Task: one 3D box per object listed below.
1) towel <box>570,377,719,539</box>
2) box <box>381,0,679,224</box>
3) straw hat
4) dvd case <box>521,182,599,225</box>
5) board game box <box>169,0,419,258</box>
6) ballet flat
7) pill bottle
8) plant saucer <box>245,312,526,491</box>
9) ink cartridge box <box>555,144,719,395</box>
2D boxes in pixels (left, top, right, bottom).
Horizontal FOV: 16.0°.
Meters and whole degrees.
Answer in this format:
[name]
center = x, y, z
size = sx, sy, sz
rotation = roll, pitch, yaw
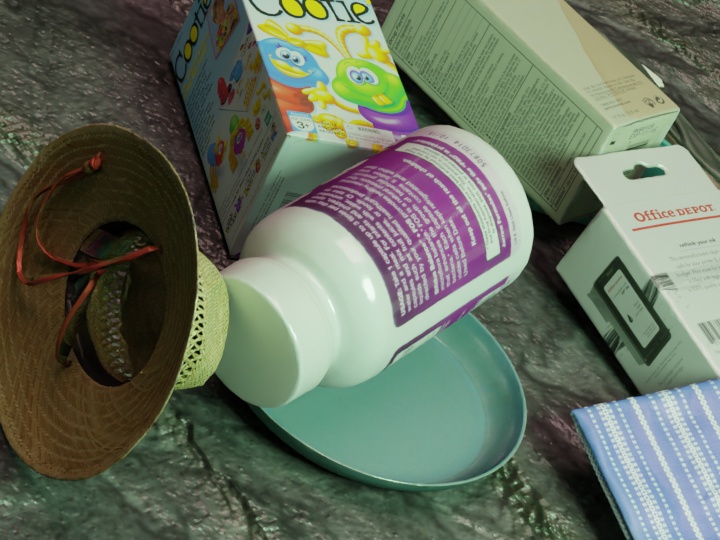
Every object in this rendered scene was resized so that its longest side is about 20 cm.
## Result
[towel]
center = 0.243, 0.120, 1.533
size = 0.200, 0.024, 0.145
rotation = -11, 55, -20
[box]
center = 0.112, -0.135, 1.763
size = 0.078, 0.095, 0.200
rotation = -18, 57, -45
[straw hat]
center = -0.118, 0.020, 1.392
size = 0.085, 0.201, 0.201
rotation = 14, 35, -42
[dvd case]
center = 0.143, -0.104, 1.841
size = 0.146, 0.022, 0.200
rotation = 14, 39, -18
[board game box]
center = -0.042, -0.106, 1.652
size = 0.103, 0.105, 0.200
rotation = 8, 41, -26
[ballet flat]
center = 0.199, -0.100, 1.807
size = 0.200, 0.068, 0.068
rotation = 53, 32, 15
[pill bottle]
center = 0.000, 0.000, 1.485
size = 0.112, 0.112, 0.200
rotation = 41, 46, 19
[plant saucer]
center = 0.004, 0.063, 1.537
size = 0.200, 0.027, 0.200
rotation = 18, 36, -13
[ink cartridge box]
center = 0.212, 0.016, 1.677
size = 0.116, 0.068, 0.200
rotation = -8, 56, -40
